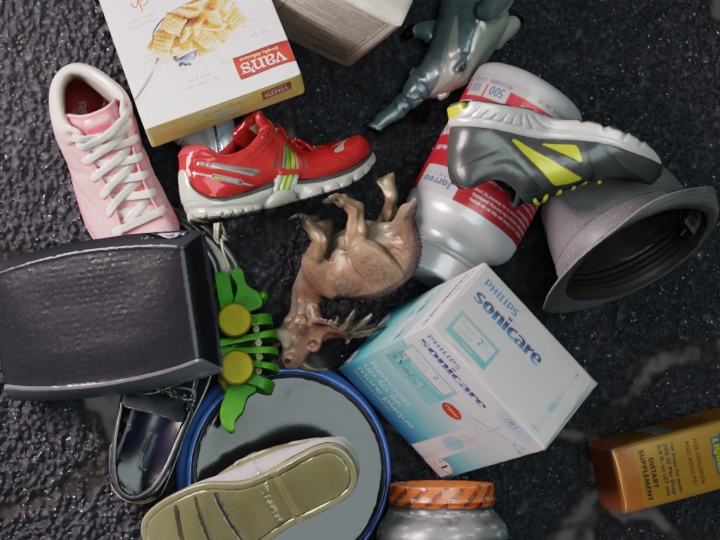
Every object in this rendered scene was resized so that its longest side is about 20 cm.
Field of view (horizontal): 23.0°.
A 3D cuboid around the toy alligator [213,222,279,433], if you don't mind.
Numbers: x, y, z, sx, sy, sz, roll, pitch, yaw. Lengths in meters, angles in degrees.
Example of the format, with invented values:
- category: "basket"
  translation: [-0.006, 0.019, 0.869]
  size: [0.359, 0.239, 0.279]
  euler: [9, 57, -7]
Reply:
- category: "toy alligator"
  translation: [-0.100, 0.042, 1.557]
  size: [0.054, 0.059, 0.202]
  euler: [-2, 75, -7]

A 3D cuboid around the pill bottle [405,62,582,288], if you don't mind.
- category: "pill bottle"
  translation: [0.111, -0.078, 1.611]
  size: [0.112, 0.112, 0.201]
  euler: [30, 81, -10]

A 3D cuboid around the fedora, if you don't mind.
- category: "fedora"
  translation: [0.232, -0.045, 1.624]
  size: [0.199, 0.177, 0.091]
  euler: [-14, 62, -33]

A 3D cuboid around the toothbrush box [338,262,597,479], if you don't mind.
- category: "toothbrush box"
  translation: [0.091, 0.092, 1.547]
  size: [0.147, 0.200, 0.085]
  euler: [47, 63, -8]

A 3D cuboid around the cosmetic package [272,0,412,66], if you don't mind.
- category: "cosmetic package"
  translation: [-0.016, -0.253, 1.546]
  size: [0.103, 0.200, 0.088]
  euler: [25, 81, -12]

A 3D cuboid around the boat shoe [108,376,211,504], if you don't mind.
- category: "boat shoe"
  translation: [-0.175, 0.110, 1.547]
  size: [0.074, 0.062, 0.202]
  euler: [17, 93, -1]

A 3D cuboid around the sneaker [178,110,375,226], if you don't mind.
- category: "sneaker"
  translation: [-0.070, -0.099, 1.527]
  size: [0.199, 0.077, 0.086]
  euler: [-17, 96, -37]

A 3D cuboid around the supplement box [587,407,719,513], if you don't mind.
- category: "supplement box"
  translation: [0.321, 0.172, 1.672]
  size: [0.198, 0.069, 0.067]
  euler: [-14, 93, -15]

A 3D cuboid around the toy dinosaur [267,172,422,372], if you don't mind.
- category: "toy dinosaur"
  translation: [0.000, 0.000, 1.561]
  size: [0.086, 0.199, 0.137]
  euler: [-21, 86, -57]

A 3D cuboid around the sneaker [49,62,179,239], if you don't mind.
- category: "sneaker"
  translation: [-0.216, -0.088, 1.525]
  size: [0.075, 0.105, 0.202]
  euler: [-24, 83, -10]

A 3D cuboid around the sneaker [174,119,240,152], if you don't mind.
- category: "sneaker"
  translation: [-0.152, -0.141, 1.582]
  size: [0.070, 0.073, 0.202]
  euler: [-16, 82, -4]

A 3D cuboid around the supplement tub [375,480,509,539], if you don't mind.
- category: "supplement tub"
  translation: [0.074, 0.291, 1.580]
  size: [0.121, 0.122, 0.202]
  euler: [0, 86, -13]

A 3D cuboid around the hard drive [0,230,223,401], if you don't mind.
- category: "hard drive"
  translation: [-0.222, 0.040, 1.509]
  size: [0.198, 0.042, 0.136]
  euler: [-8, 89, 15]

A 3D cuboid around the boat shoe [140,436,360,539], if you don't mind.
- category: "boat shoe"
  translation: [-0.092, 0.199, 1.533]
  size: [0.198, 0.068, 0.075]
  euler: [-19, 97, 8]

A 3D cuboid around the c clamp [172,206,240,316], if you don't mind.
- category: "c clamp"
  translation: [-0.211, 0.010, 1.576]
  size: [0.199, 0.027, 0.172]
  euler: [-30, 94, -12]

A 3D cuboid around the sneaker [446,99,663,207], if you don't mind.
- category: "sneaker"
  translation: [0.164, -0.092, 1.539]
  size: [0.198, 0.074, 0.086]
  euler: [11, 92, -8]

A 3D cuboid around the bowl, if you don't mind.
- category: "bowl"
  translation: [-0.066, 0.182, 1.595]
  size: [0.198, 0.039, 0.203]
  euler: [1, 88, -13]

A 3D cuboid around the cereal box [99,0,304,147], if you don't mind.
- category: "cereal box"
  translation: [-0.147, -0.219, 1.536]
  size: [0.143, 0.040, 0.201]
  euler: [-21, 66, -5]

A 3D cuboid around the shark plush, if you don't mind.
- category: "shark plush"
  translation: [0.077, -0.208, 1.653]
  size: [0.083, 0.091, 0.201]
  euler: [36, 96, 15]
